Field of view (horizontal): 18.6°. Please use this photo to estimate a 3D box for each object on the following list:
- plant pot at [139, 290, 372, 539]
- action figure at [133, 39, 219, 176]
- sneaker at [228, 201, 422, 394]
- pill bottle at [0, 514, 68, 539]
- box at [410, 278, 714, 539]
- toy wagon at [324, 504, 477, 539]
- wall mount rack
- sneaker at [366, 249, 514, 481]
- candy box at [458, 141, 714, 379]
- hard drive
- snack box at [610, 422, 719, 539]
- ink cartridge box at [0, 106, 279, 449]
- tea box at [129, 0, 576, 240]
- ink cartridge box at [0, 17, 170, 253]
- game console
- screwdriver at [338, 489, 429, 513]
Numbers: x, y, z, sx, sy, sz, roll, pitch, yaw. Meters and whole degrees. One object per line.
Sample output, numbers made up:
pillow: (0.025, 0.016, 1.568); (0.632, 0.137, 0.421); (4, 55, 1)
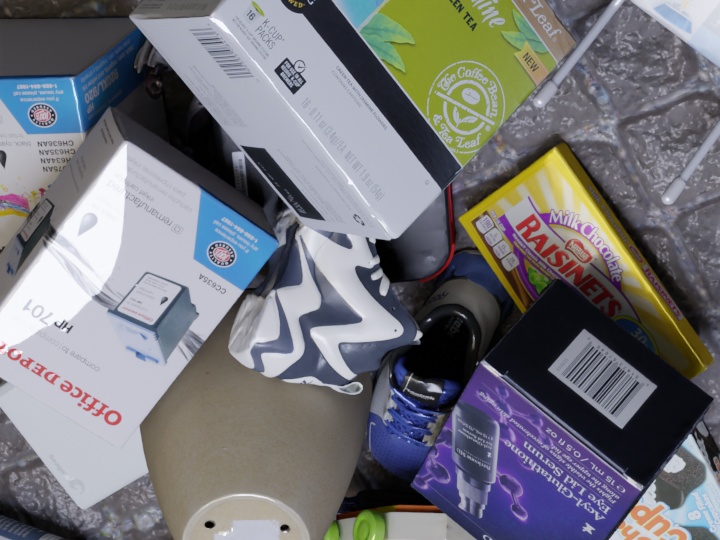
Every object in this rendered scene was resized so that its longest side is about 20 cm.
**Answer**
plant pot: (-0.081, 0.146, 1.651); (0.187, 0.200, 0.188); (-1, 120, -1)
action figure: (-0.108, -0.126, 1.689); (0.130, 0.069, 0.201); (15, 116, 19)
sneaker: (0.000, 0.000, 1.622); (0.129, 0.200, 0.079); (27, 167, -22)
pill bottle: (-0.344, 0.268, 1.936); (0.199, 0.120, 0.120); (19, 119, 12)
box: (0.144, 0.127, 1.613); (0.148, 0.104, 0.200); (38, 145, 11)
toy wagon: (0.036, 0.218, 1.766); (0.200, 0.155, 0.040); (-17, 65, 56)
wall mount rack: (0.225, -0.155, 1.546); (0.200, 0.075, 0.174); (37, 121, 1)
sneaker: (0.047, 0.086, 1.704); (0.080, 0.115, 0.200); (28, 121, 7)
candy box: (0.168, 0.014, 1.652); (0.102, 0.026, 0.200); (-37, 85, 26)
hard drive: (-0.202, 0.107, 1.860); (0.200, 0.026, 0.132); (-32, 101, 29)
snack box: (0.221, 0.158, 1.718); (0.116, 0.037, 0.200); (-23, 104, 28)
ink cartridge box: (-0.178, 0.006, 1.613); (0.146, 0.086, 0.200); (33, 99, -24)
tea box: (-0.003, -0.160, 1.460); (0.200, 0.197, 0.134); (49, 161, -24)
ink cartridge box: (-0.239, -0.080, 1.714); (0.147, 0.145, 0.201); (1, 115, 19)
game console: (-0.019, -0.077, 1.664); (0.176, 0.031, 0.201); (-5, 116, 0)
screwdriver: (-0.042, 0.188, 1.797); (0.199, 0.029, 0.028); (5, 108, -6)
